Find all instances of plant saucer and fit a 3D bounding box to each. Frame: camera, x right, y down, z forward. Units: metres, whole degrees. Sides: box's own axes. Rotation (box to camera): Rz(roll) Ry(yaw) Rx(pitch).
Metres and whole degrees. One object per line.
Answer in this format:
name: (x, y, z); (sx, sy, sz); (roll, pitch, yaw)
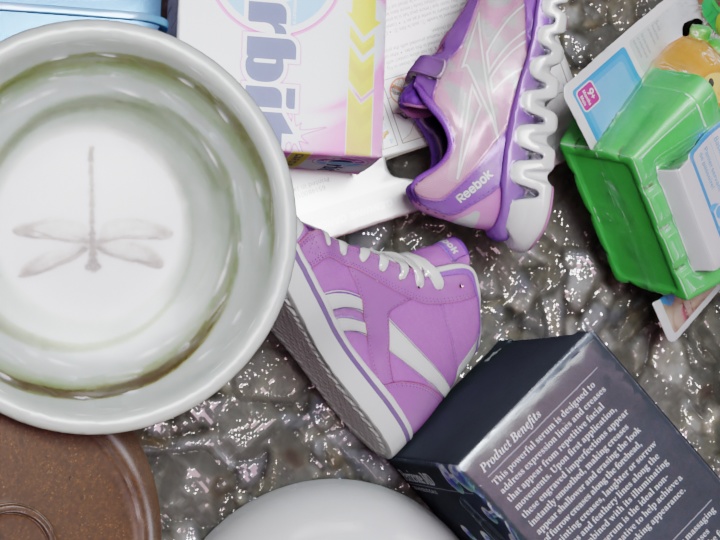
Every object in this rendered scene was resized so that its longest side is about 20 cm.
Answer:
plant saucer: (-0.180, 0.141, 0.877); (0.199, 0.034, 0.202); (-1, 93, -35)
plant saucer: (-0.132, -0.022, 0.877); (0.199, 0.050, 0.202); (-1, 93, -15)

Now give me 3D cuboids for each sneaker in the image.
sneaker: (0.000, 0.000, 0.985); (0.114, 0.073, 0.201); (-45, 130, -14)
sneaker: (0.067, -0.113, 0.986); (0.088, 0.080, 0.202); (6, 84, -2)

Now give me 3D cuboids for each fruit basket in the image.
fruit basket: (0.218, -0.086, 1.036); (0.200, 0.094, 0.186); (-38, 122, -18)

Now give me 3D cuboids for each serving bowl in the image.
serving bowl: (-0.013, 0.220, 0.985); (0.198, 0.066, 0.202); (0, 90, -10)

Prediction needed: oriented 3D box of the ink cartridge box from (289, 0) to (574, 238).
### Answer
ink cartridge box: (0.020, -0.123, 1.034); (0.199, 0.045, 0.177); (-18, 91, -14)

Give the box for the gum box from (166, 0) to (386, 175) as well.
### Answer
gum box: (-0.046, -0.159, 0.964); (0.113, 0.066, 0.202); (3, 85, -12)

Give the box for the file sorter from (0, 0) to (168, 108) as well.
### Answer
file sorter: (-0.170, -0.174, 0.952); (0.138, 0.123, 0.202); (2, 86, -13)

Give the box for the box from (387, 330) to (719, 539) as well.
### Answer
box: (0.132, 0.143, 0.990); (0.107, 0.148, 0.200); (-43, 96, -13)
